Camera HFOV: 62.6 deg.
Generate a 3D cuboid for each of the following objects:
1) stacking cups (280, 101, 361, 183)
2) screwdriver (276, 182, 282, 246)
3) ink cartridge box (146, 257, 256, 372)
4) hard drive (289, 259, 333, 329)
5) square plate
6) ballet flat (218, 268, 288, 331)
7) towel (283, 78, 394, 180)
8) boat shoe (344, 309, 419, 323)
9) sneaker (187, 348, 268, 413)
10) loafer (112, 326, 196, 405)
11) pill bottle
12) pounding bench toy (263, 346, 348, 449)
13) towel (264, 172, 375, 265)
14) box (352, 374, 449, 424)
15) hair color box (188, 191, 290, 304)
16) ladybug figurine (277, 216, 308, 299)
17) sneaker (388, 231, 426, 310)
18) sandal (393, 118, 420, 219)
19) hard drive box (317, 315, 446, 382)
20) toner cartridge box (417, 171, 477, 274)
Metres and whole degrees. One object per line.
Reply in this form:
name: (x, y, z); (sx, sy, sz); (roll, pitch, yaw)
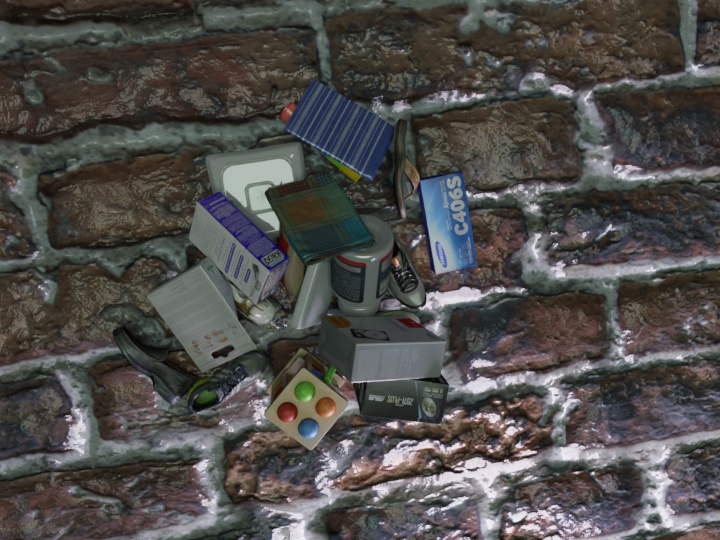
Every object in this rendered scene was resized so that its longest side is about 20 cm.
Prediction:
stacking cups: (-0.074, -0.256, 1.190); (0.199, 0.061, 0.061); (35, 94, -9)
screwdriver: (-0.166, -0.082, 1.197); (0.029, 0.028, 0.202); (9, 117, 18)
ink cartridge box: (-0.313, 0.092, 1.197); (0.160, 0.050, 0.201); (-25, 108, 25)
hard drive: (-0.078, 0.014, 1.201); (0.027, 0.132, 0.202); (20, 98, 18)
square plate: (-0.201, -0.148, 1.207); (0.196, 0.028, 0.202); (-10, 101, -5)
ballet flat: (-0.233, 0.065, 1.221); (0.200, 0.072, 0.072); (41, 93, -12)
towel: (-0.036, -0.277, 1.172); (0.199, 0.024, 0.146); (29, 62, -10)
boat shoe: (0.033, 0.117, 1.266); (0.198, 0.062, 0.075); (-6, 106, -21)
sneaker: (-0.277, 0.238, 1.239); (0.199, 0.081, 0.074); (-37, 102, 1)
loafer: (-0.425, 0.183, 1.224); (0.072, 0.073, 0.200); (-40, 112, -7)
pill bottle: (0.000, 0.000, 1.174); (0.118, 0.120, 0.201); (-2, 137, -6)
pounding bench toy: (-0.089, 0.234, 1.223); (0.124, 0.156, 0.200); (39, 93, -11)
towel: (-0.079, -0.102, 1.104); (0.146, 0.201, 0.022); (-18, 145, -20)
box: (0.075, 0.229, 1.218); (0.162, 0.200, 0.087); (9, 99, -8)
hair color box: (-0.237, -0.043, 1.144); (0.200, 0.065, 0.110); (44, 137, 12)
ladybug figurine: (-0.121, -0.032, 1.187); (0.071, 0.136, 0.201); (20, 124, 18)
sneaker: (0.079, -0.001, 1.241); (0.074, 0.079, 0.201); (-31, 103, -2)
sandal: (0.095, -0.205, 1.208); (0.054, 0.082, 0.202); (1, 93, 2)
hard drive box: (0.039, 0.148, 1.150); (0.199, 0.156, 0.077); (2, 103, -29)
toner cartridge box: (0.183, -0.101, 1.253); (0.094, 0.043, 0.202); (-12, 101, -3)
